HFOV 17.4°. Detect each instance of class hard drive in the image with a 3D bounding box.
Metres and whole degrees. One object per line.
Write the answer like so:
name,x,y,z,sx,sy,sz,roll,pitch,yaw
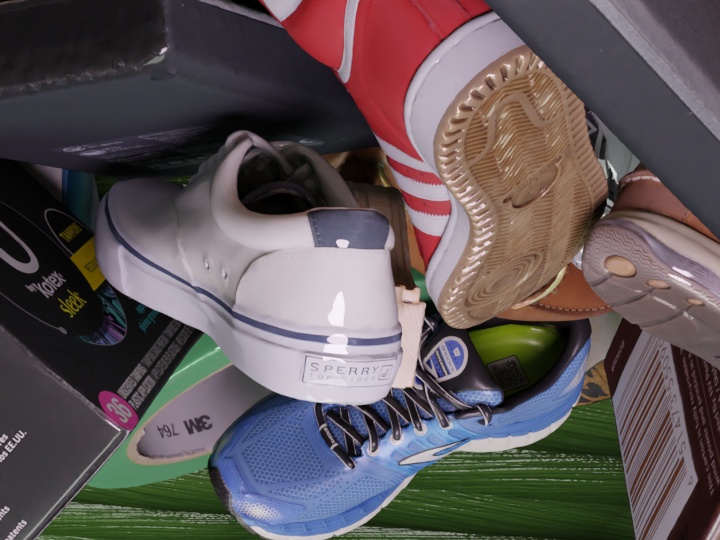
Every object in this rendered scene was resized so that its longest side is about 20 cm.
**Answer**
hard drive,-0.080,-0.065,0.860,0.139,0.033,0.200,-7,174,25
hard drive,0.069,-0.098,0.676,0.033,0.140,0.200,-26,144,21

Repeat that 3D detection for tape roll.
tape roll,-0.052,0.037,1.118,0.200,0.048,0.201,-25,164,-8

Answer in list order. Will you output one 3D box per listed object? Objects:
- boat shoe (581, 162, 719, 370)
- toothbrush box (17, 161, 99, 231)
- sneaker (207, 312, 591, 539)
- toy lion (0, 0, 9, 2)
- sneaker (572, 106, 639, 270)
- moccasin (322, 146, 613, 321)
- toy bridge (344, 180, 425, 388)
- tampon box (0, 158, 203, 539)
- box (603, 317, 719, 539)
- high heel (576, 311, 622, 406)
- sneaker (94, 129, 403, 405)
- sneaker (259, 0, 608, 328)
boat shoe,0.165,0.014,0.841,0.200,0.072,0.076,36,159,-34
toothbrush box,-0.195,-0.013,1.072,0.146,0.086,0.200,2,160,0
sneaker,0.020,0.057,1.084,0.199,0.079,0.089,-24,158,-22
toy lion,-0.109,-0.118,0.809,0.199,0.069,0.192,-6,166,22
sneaker,0.115,-0.081,0.857,0.114,0.075,0.200,-15,143,2
moccasin,0.058,-0.030,1.019,0.078,0.074,0.201,-2,153,44
toy bridge,0.000,0.000,0.913,0.027,0.068,0.200,8,-177,-8
tampon box,-0.183,0.016,0.885,0.200,0.126,0.150,42,-165,-4
box,0.230,0.059,1.023,0.199,0.166,0.165,7,135,-12
high heel,0.158,0.033,1.210,0.199,0.072,0.143,-8,172,17
sneaker,-0.036,-0.014,0.828,0.073,0.071,0.200,4,-168,-30
sneaker,0.022,-0.059,0.792,0.071,0.113,0.200,-35,158,-10
